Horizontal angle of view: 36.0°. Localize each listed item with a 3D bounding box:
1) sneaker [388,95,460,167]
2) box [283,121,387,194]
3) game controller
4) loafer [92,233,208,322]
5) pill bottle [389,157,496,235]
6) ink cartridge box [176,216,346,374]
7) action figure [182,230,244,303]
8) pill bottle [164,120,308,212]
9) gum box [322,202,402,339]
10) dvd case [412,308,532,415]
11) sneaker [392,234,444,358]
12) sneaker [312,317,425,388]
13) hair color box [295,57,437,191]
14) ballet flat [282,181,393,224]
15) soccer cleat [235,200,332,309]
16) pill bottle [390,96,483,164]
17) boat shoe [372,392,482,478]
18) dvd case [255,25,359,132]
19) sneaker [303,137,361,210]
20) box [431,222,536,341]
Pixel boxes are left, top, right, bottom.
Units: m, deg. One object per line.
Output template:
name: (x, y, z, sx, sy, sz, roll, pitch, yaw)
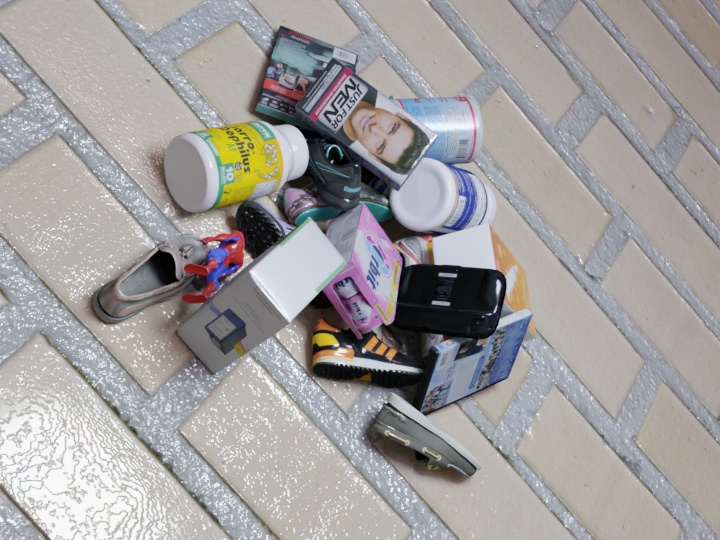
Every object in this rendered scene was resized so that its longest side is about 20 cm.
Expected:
sneaker: (0.108, -0.224, 1.896, 0.199, 0.070, 0.094, 35, 54, -14)
box: (-0.022, -0.210, 1.815, 0.200, 0.032, 0.121, 43, 47, -12)
game controller: (0.126, 0.043, 1.628, 0.042, 0.199, 0.105, 37, 67, -42)
loafer: (-0.267, 0.004, 1.475, 0.072, 0.063, 0.200, 52, 46, -2)
pill bottle: (0.140, -0.113, 1.797, 0.200, 0.115, 0.116, 8, 58, -60)
ink cartridge box: (-0.133, 0.035, 1.469, 0.088, 0.200, 0.145, 51, 45, -7)
action figure: (-0.196, -0.014, 1.515, 0.200, 0.051, 0.066, -52, 145, -69)
pill bottle: (-0.175, -0.156, 1.607, 0.199, 0.113, 0.113, -17, 77, -43)
gum box: (0.000, 0.000, 1.619, 0.114, 0.066, 0.200, 55, 21, -21)
dvd case: (0.168, 0.141, 1.674, 0.199, 0.143, 0.018, -19, 49, -34)
sneaker: (0.087, 0.043, 1.737, 0.082, 0.078, 0.201, -4, 69, -13)
sneaker: (0.018, 0.116, 1.629, 0.199, 0.070, 0.091, 10, 62, -31)
hair color box: (0.008, -0.221, 1.686, 0.200, 0.061, 0.099, 36, 84, 1)
ballet flat: (-0.034, -0.112, 1.728, 0.199, 0.069, 0.071, -4, 63, -35)
soccer cleat: (-0.102, -0.031, 1.631, 0.200, 0.068, 0.073, 45, 34, -11)
pill bottle: (0.089, -0.223, 1.784, 0.199, 0.109, 0.109, -4, 67, -18)
boat shoe: (0.098, 0.253, 1.621, 0.202, 0.072, 0.060, 39, 87, -29)
dvd case: (-0.083, -0.306, 1.795, 0.145, 0.022, 0.201, 18, 50, -11)
sneaker: (-0.062, -0.174, 1.687, 0.075, 0.080, 0.200, -19, 48, -39)
box: (0.196, 0.030, 1.741, 0.200, 0.097, 0.125, 42, 37, -56)
